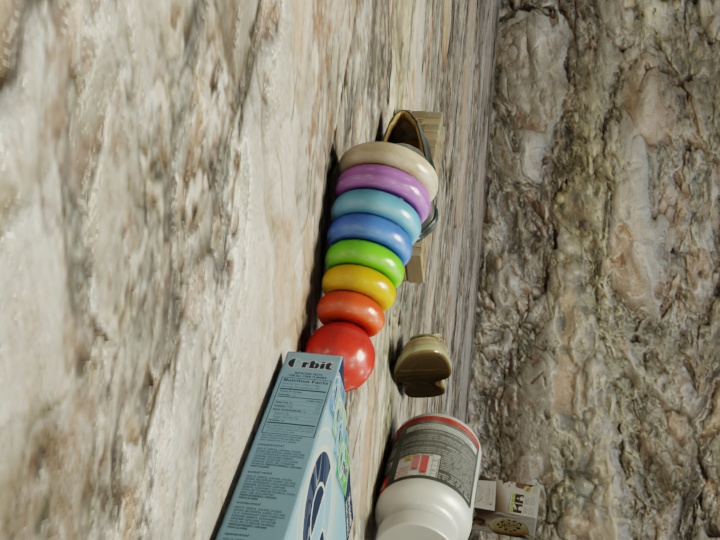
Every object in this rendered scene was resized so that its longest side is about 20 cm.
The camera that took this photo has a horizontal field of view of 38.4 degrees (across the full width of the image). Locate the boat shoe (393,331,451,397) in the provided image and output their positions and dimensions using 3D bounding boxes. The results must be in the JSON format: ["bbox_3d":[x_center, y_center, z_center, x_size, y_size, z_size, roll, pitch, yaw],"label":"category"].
[{"bbox_3d":[0.079,0.111,1.314,0.200,0.072,0.065,73,14,-70],"label":"boat shoe"}]

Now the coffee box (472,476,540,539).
[{"bbox_3d":[0.284,0.511,2.246,0.113,0.200,0.080,83,18,-50],"label":"coffee box"}]

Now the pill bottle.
[{"bbox_3d":[0.080,0.271,1.237,0.200,0.116,0.116,-67,159,-60],"label":"pill bottle"}]

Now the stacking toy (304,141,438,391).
[{"bbox_3d":[0.000,0.000,0.815,0.085,0.085,0.200,76,27,-60],"label":"stacking toy"}]

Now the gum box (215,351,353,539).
[{"bbox_3d":[-0.047,0.183,0.689,0.200,0.045,0.170,-71,162,-52],"label":"gum box"}]

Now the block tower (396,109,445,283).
[{"bbox_3d":[0.053,-0.087,1.113,0.058,0.054,0.200,81,16,-56],"label":"block tower"}]

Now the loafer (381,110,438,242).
[{"bbox_3d":[0.035,-0.088,0.994,0.200,0.073,0.072,-87,168,-61],"label":"loafer"}]
